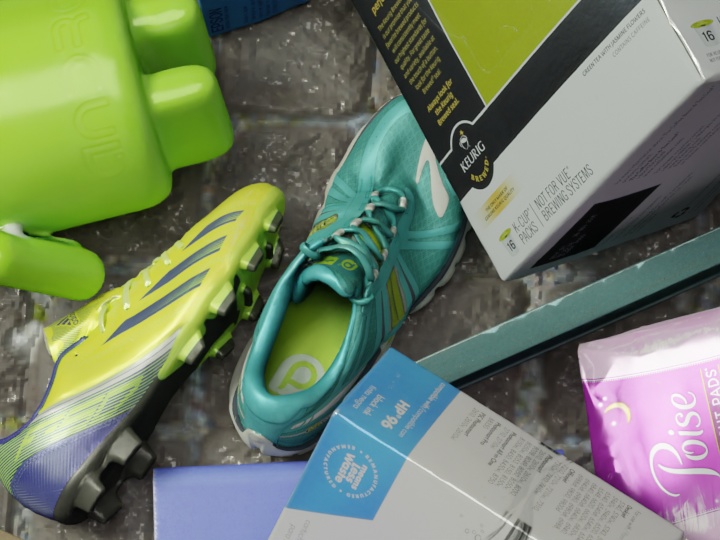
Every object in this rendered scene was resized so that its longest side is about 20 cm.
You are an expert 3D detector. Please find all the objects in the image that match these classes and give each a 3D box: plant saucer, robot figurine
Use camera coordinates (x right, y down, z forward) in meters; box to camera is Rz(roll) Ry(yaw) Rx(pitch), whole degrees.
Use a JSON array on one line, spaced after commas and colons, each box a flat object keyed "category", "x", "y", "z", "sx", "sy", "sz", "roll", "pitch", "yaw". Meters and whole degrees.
[{"category": "plant saucer", "x": 0.114, "y": 0.018, "z": 1.174, "sx": 0.200, "sy": 0.070, "sz": 0.019, "roll": -23, "pitch": 81, "yaw": -6}, {"category": "robot figurine", "x": -0.167, "y": -0.074, "z": 1.178, "sx": 0.200, "sy": 0.116, "sz": 0.176, "roll": -15, "pitch": 67, "yaw": -1}]

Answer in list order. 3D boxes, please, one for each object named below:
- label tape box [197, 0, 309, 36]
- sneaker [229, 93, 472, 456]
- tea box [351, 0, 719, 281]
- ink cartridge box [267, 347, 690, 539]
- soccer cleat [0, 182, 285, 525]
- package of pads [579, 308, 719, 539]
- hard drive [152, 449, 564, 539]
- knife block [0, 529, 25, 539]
[{"category": "label tape box", "x": -0.087, "y": -0.237, "z": 1.209, "sx": 0.066, "sy": 0.143, "sz": 0.200, "roll": -22, "pitch": 75, "yaw": -6}, {"category": "sneaker", "x": 0.000, "y": 0.000, "z": 1.175, "sx": 0.077, "sy": 0.080, "sz": 0.200, "roll": 25, "pitch": 75, "yaw": 7}, {"category": "tea box", "x": 0.113, "y": -0.135, "z": 1.132, "sx": 0.134, "sy": 0.200, "sz": 0.197, "roll": -19, "pitch": 74, "yaw": -32}, {"category": "ink cartridge box", "x": 0.063, "y": 0.141, "z": 1.084, "sx": 0.200, "sy": 0.116, "sz": 0.068, "roll": 32, "pitch": 34, "yaw": 9}, {"category": "soccer cleat", "x": -0.110, "y": 0.030, "z": 1.177, "sx": 0.084, "sy": 0.065, "sz": 0.200, "roll": 31, "pitch": 76, "yaw": 16}, {"category": "package of pads", "x": 0.206, "y": 0.070, "z": 1.115, "sx": 0.200, "sy": 0.076, "sz": 0.121, "roll": -15, "pitch": 75, "yaw": 20}, {"category": "hard drive", "x": 0.002, "y": 0.156, "z": 1.159, "sx": 0.200, "sy": 0.025, "sz": 0.132, "roll": -3, "pitch": 75, "yaw": 0}, {"category": "knife block", "x": -0.238, "y": 0.123, "z": 1.093, "sx": 0.200, "sy": 0.176, "sz": 0.064, "roll": 17, "pitch": 76, "yaw": 5}]
